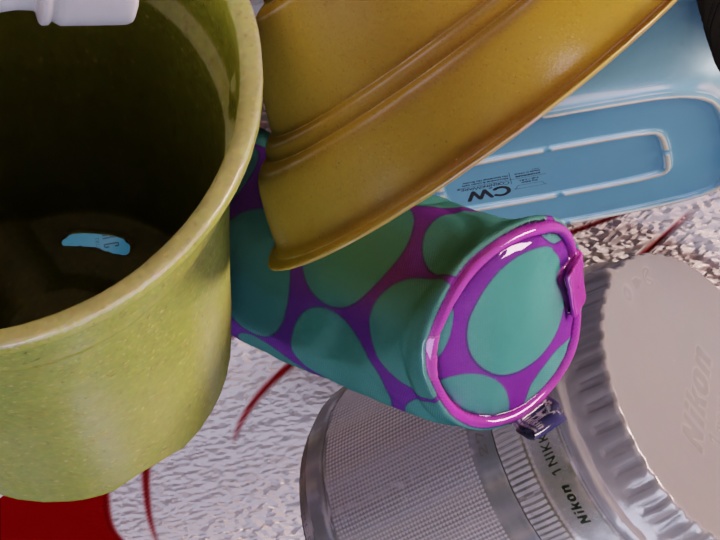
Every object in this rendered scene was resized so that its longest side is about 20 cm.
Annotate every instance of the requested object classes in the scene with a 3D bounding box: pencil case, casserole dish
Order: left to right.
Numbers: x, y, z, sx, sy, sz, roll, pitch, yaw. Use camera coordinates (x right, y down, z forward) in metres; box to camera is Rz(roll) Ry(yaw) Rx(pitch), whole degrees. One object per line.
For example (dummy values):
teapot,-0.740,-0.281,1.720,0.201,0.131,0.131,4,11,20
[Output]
pencil case,0.000,0.000,1.104,0.092,0.086,0.200,-18,-155,-36
casserole dish,0.077,-0.056,1.165,0.199,0.039,0.121,-9,151,7

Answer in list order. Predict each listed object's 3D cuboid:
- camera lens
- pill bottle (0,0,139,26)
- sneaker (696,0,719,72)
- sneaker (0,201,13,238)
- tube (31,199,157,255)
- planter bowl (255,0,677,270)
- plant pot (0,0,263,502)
camera lens,0.083,0.097,1.313,0.200,0.161,0.160,-29,144,35
pill bottle,-0.173,-0.123,0.906,0.199,0.120,0.120,-1,151,-10
sneaker,0.193,-0.131,0.999,0.076,0.091,0.200,14,144,-29
sneaker,-0.238,-0.029,1.114,0.199,0.071,0.076,-5,150,-3
tube,-0.167,0.007,1.174,0.199,0.078,0.050,-8,-171,26
planter bowl,0.024,-0.093,0.994,0.200,0.200,0.084,-30,102,36
plant pot,-0.121,-0.013,1.020,0.199,0.201,0.184,-8,148,2
